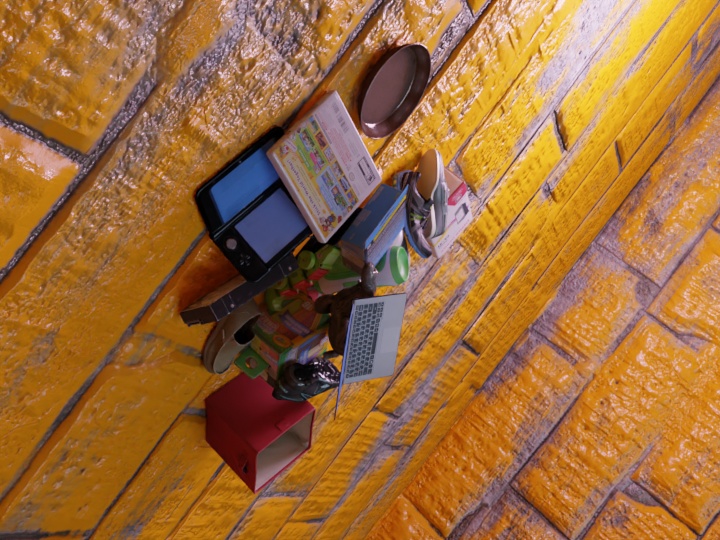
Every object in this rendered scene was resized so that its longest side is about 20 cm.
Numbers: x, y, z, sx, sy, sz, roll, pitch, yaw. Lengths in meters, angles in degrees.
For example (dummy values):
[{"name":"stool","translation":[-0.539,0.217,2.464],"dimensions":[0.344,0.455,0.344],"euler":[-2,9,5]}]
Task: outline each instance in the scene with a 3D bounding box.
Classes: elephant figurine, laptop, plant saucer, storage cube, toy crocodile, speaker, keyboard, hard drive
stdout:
[{"name":"elephant figurine","translation":[-0.024,0.085,1.717],"dimensions":[0.157,0.140,0.200],"euler":[-69,151,-21]},{"name":"laptop","translation":[0.020,0.160,1.638],"dimensions":[0.197,0.116,0.190],"euler":[-6,118,-30]},{"name":"plant saucer","translation":[0.059,-0.348,1.639],"dimensions":[0.200,0.034,0.202],"euler":[-39,152,-25]},{"name":"storage cube","translation":[-0.226,0.343,1.896],"dimensions":[0.199,0.179,0.172],"euler":[-33,150,-33]},{"name":"toy crocodile","translation":[-0.117,0.011,1.729],"dimensions":[0.199,0.062,0.067],"euler":[-33,156,21]},{"name":"speaker","translation":[0.000,0.000,1.810],"dimensions":[0.088,0.197,0.090],"euler":[-9,90,-67]},{"name":"keyboard","translation":[-0.082,-0.063,1.706],"dimensions":[0.126,0.021,0.200],"euler":[-3,149,-38]},{"name":"hard drive","translation":[-0.222,0.034,1.566],"dimensions":[0.199,0.038,0.139],"euler":[-36,-168,-33]}]

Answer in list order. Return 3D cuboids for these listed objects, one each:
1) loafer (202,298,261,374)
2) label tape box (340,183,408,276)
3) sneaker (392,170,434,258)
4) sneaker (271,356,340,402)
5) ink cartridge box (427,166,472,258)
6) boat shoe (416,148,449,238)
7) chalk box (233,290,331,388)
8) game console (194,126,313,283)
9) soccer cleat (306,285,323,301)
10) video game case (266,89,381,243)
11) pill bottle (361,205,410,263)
[{"name":"loafer","translation":[-0.254,0.135,1.699],"dimensions":[0.076,0.067,0.202],"euler":[-18,139,-51]},{"name":"label tape box","translation":[0.026,-0.088,1.666],"dimensions":[0.145,0.063,0.200],"euler":[-53,167,-17]},{"name":"sneaker","translation":[0.128,-0.123,1.890],"dimensions":[0.081,0.203,0.071],"euler":[-14,-171,2]},{"name":"sneaker","translation":[-0.112,0.233,1.805],"dimensions":[0.079,0.076,0.199],"euler":[-45,154,22]},{"name":"ink cartridge box","translation":[0.192,-0.140,2.091],"dimensions":[0.148,0.085,0.200],"euler":[-48,154,-8]},{"name":"boat shoe","translation":[0.168,-0.174,1.947],"dimensions":[0.061,0.072,0.204],"euler":[-3,97,-38]},{"name":"chalk box","translation":[-0.173,0.150,1.796],"dimensions":[0.199,0.124,0.125],"euler":[-34,151,-36]},{"name":"game console","translation":[-0.164,-0.111,1.478],"dimensions":[0.200,0.176,0.116],"euler":[-42,-177,-19]},{"name":"soccer cleat","translation":[-0.120,0.110,1.927],"dimensions":[0.075,0.067,0.201],"euler":[9,128,-27]},{"name":"video game case","translation":[-0.059,-0.184,1.522],"dimensions":[0.182,0.023,0.201],"euler":[-49,127,-27]},{"name":"pill bottle","translation":[0.046,-0.060,1.908],"dimensions":[0.113,0.113,0.201],"euler":[-46,156,-12]}]
